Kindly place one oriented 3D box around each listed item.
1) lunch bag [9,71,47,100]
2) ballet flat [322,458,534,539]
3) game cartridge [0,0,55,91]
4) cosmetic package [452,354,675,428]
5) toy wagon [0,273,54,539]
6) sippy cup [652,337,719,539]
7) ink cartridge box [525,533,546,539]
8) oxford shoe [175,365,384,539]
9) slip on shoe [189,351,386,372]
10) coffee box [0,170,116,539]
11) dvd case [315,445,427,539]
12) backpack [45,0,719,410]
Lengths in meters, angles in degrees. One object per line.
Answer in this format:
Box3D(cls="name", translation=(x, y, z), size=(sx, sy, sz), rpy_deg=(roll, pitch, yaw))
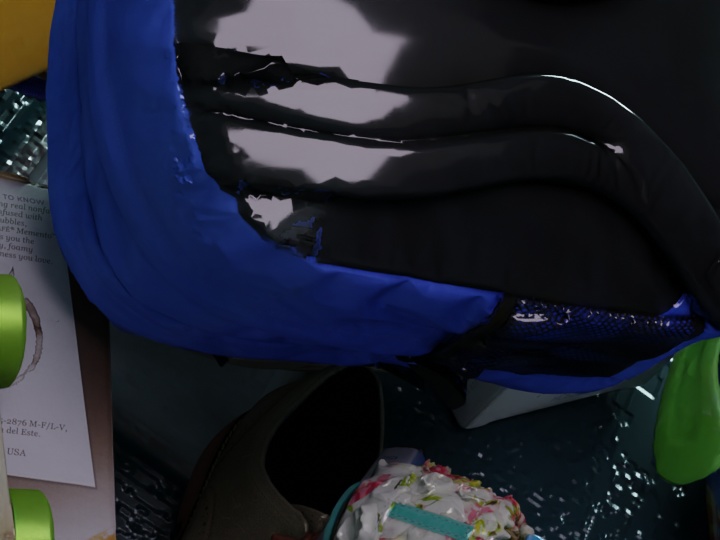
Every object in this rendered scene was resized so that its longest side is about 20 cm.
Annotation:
Box3D(cls="lunch bag", translation=(-0.107, -0.157, 0.925), size=(0.200, 0.124, 0.170), rpy_deg=(23, 50, -8))
Box3D(cls="ballet flat", translation=(0.057, 0.126, 0.803), size=(0.200, 0.064, 0.076), rpy_deg=(43, 60, -48))
Box3D(cls="game cartridge", translation=(-0.173, -0.144, 0.817), size=(0.032, 0.176, 0.200), rpy_deg=(-101, 167, -74))
Box3D(cls="cosmetic package", translation=(0.050, -0.046, 0.993), size=(0.101, 0.071, 0.200), rpy_deg=(-10, 64, -37))
Box3D(cls="toy wagon", translation=(-0.164, 0.020, 0.654), size=(0.155, 0.040, 0.200), rpy_deg=(3, 55, -23))
Box3D(cls="sippy cup", translation=(0.189, 0.094, 0.951), size=(0.177, 0.140, 0.131), rpy_deg=(10, 61, -2))
Box3D(cls="ink cartridge box", translation=(0.084, 0.197, 0.694), size=(0.200, 0.129, 0.125), rpy_deg=(33, 51, -1))
Box3D(cls="oxford shoe", translation=(-0.036, 0.111, 0.817), size=(0.070, 0.075, 0.200), rpy_deg=(25, 47, -16))
Box3D(cls="slip on shoe", translation=(0.000, 0.000, 0.896), size=(0.199, 0.061, 0.076), rpy_deg=(2, 84, 14))
Box3D(cls="coffee box", translation=(-0.128, 0.079, 0.733), size=(0.080, 0.114, 0.200), rpy_deg=(13, 53, -25))
Box3D(cls="dvd case", translation=(-0.009, 0.170, 0.776), size=(0.200, 0.018, 0.143), rpy_deg=(-50, 129, -45))
Box3D(cls="backpack", translation=(0.001, -0.038, 0.756), size=(0.200, 0.168, 0.163), rpy_deg=(7, 65, -34))
